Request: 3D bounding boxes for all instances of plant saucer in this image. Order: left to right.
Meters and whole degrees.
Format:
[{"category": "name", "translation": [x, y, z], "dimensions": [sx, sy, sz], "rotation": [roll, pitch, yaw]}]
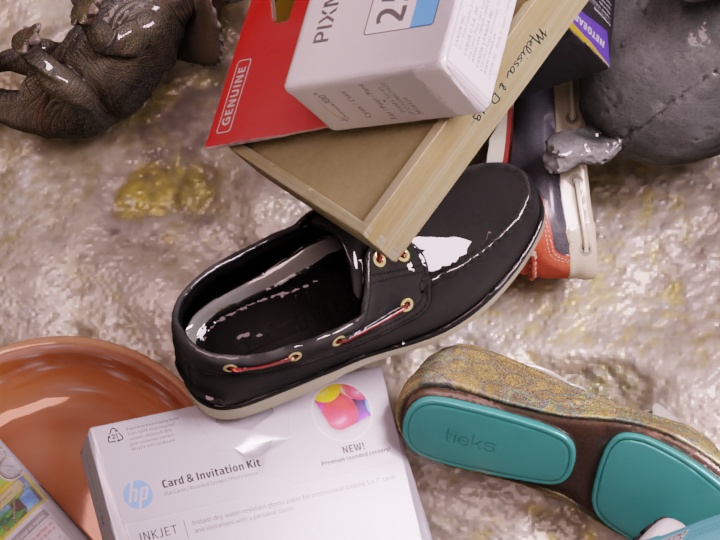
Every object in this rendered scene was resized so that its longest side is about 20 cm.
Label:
[{"category": "plant saucer", "translation": [-0.155, 0.134, 1.256], "dimensions": [0.198, 0.037, 0.202], "rotation": [-4, 69, 9]}]

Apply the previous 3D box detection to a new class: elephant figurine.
[{"category": "elephant figurine", "translation": [0.201, -0.130, 1.190], "dimensions": [0.199, 0.141, 0.156], "rotation": [-17, 68, 51]}]

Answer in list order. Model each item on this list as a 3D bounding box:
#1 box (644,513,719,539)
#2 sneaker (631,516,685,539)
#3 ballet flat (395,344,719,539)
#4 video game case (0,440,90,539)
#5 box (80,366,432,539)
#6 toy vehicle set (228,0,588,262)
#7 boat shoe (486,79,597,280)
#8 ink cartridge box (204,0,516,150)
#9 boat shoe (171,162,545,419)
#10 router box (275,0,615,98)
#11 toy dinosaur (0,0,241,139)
[{"category": "box", "translation": [0.193, 0.206, 1.105], "dimensions": [0.082, 0.049, 0.201], "rotation": [-23, 95, 25]}, {"category": "sneaker", "translation": [0.125, 0.216, 1.163], "dimensions": [0.081, 0.075, 0.201], "rotation": [20, 85, 6]}, {"category": "ballet flat", "translation": [0.116, 0.085, 1.214], "dimensions": [0.199, 0.071, 0.071], "rotation": [19, 74, 8]}, {"category": "video game case", "translation": [-0.236, 0.170, 1.225], "dimensions": [0.200, 0.023, 0.182], "rotation": [-44, 69, -6]}, {"category": "box", "translation": [-0.036, 0.158, 1.192], "dimensions": [0.155, 0.041, 0.201], "rotation": [-11, 71, -18]}, {"category": "toy vehicle set", "translation": [0.034, -0.112, 1.169], "dimensions": [0.201, 0.026, 0.124], "rotation": [-53, 41, -1]}, {"category": "boat shoe", "translation": [0.101, -0.091, 1.276], "dimensions": [0.062, 0.071, 0.202], "rotation": [6, 73, 8]}, {"category": "ink cartridge box", "translation": [0.004, -0.160, 1.177], "dimensions": [0.175, 0.045, 0.201], "rotation": [-6, 58, 39]}, {"category": "boat shoe", "translation": [0.001, 0.002, 1.194], "dimensions": [0.200, 0.063, 0.074], "rotation": [-27, 61, -10]}, {"category": "router box", "translation": [0.038, -0.152, 1.257], "dimensions": [0.199, 0.052, 0.158], "rotation": [-17, 52, 35]}, {"category": "toy dinosaur", "translation": [-0.144, -0.108, 1.316], "dimensions": [0.200, 0.102, 0.077], "rotation": [-40, 42, 8]}]
